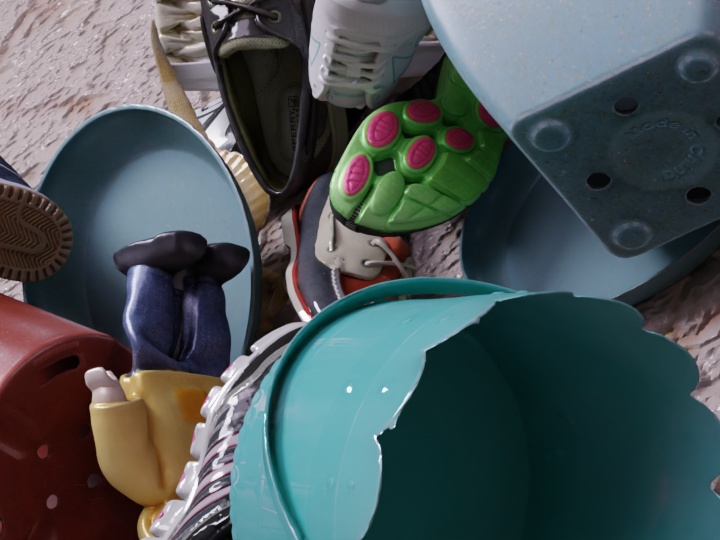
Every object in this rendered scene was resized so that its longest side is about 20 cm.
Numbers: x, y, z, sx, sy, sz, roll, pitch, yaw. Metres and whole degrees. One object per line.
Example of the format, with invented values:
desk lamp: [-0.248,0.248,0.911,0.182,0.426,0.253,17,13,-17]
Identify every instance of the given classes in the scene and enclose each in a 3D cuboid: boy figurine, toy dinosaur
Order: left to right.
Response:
boy figurine: [-0.098,0.082,1.483,0.064,0.124,0.202,-21,62,38]
toy dinosaur: [-0.096,-0.042,1.661,0.101,0.058,0.201,-35,71,33]

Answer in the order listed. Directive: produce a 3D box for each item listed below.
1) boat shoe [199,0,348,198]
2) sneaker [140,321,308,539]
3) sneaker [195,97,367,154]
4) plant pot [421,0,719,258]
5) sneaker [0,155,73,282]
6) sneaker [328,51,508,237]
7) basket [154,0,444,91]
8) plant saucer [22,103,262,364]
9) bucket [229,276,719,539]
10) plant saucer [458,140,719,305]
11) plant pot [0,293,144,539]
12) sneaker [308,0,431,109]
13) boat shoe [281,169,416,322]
boat shoe: [-0.055,-0.138,1.596,0.071,0.202,0.066,-8,18,19]
sneaker: [-0.048,0.116,1.348,0.087,0.074,0.201,5,57,51]
sneaker: [-0.068,-0.075,1.709,0.200,0.067,0.090,-39,22,-2]
plant pot: [0.145,-0.128,1.393,0.195,0.196,0.201,-25,41,23]
sneaker: [-0.268,-0.057,1.601,0.070,0.199,0.108,-62,26,4]
sneaker: [0.036,-0.061,1.548,0.084,0.077,0.200,-50,-4,35]
basket: [-0.024,-0.195,1.681,0.198,0.124,0.136,-3,29,12]
plant saucer: [-0.120,0.004,1.614,0.199,0.036,0.202,2,94,42]
bucket: [0.048,0.102,1.244,0.134,0.207,0.208,2,50,54]
plant saucer: [0.143,-0.044,1.487,0.199,0.027,0.201,-27,33,19]
plant pot: [-0.221,0.094,1.564,0.194,0.201,0.201,12,57,43]
sneaker: [0.006,-0.127,1.498,0.200,0.070,0.081,70,-142,-88]
boat shoe: [0.000,0.000,1.546,0.062,0.071,0.200,-37,25,12]
